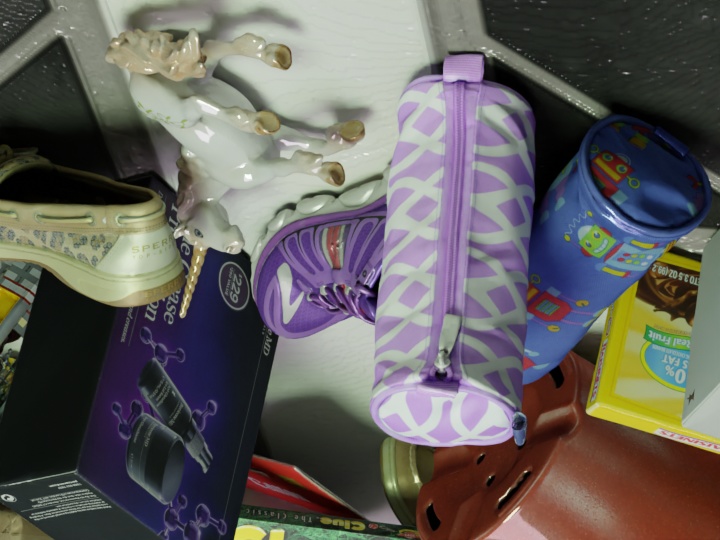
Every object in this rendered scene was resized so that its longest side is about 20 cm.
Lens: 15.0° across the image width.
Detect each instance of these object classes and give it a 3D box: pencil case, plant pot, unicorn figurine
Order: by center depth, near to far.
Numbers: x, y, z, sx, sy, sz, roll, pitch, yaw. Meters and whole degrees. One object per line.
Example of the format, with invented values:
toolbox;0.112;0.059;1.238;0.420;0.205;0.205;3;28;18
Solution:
pencil case;0.048;-0.005;1.429;0.083;0.201;0.086;-4;152;14
unicorn figurine;-0.073;-0.070;1.499;0.137;0.074;0.200;0;134;36
pencil case;0.117;-0.011;1.507;0.078;0.087;0.200;36;144;-3
plant pot;0.152;0.157;1.678;0.195;0.201;0.200;36;142;-21

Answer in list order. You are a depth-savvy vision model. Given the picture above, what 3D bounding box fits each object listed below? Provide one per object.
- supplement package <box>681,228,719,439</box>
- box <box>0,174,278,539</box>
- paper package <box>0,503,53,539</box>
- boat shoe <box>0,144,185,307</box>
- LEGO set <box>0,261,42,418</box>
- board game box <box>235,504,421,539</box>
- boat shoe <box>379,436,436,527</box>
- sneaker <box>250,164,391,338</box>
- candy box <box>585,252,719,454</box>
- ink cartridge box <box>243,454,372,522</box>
supplement package;0.292;0.040;1.488;0.199;0.122;0.120;18;148;-10
box;-0.128;0.068;1.603;0.079;0.201;0.141;-11;143;33
paper package;-0.220;0.203;1.813;0.190;0.104;0.199;0;177;39
boat shoe;-0.176;-0.040;1.546;0.199;0.073;0.063;20;126;35
LEGO set;-0.216;0.047;1.724;0.153;0.116;0.200;22;161;50
board game box;-0.047;0.200;1.722;0.199;0.023;0.105;7;112;-3
boat shoe;0.085;0.162;1.810;0.063;0.073;0.201;-24;133;26
sneaker;0.000;0.000;1.562;0.080;0.084;0.200;28;146;-25
candy box;0.233;0.060;1.557;0.199;0.103;0.026;17;164;-8
ink cartridge box;-0.041;0.173;1.821;0.176;0.045;0.200;33;167;-31
